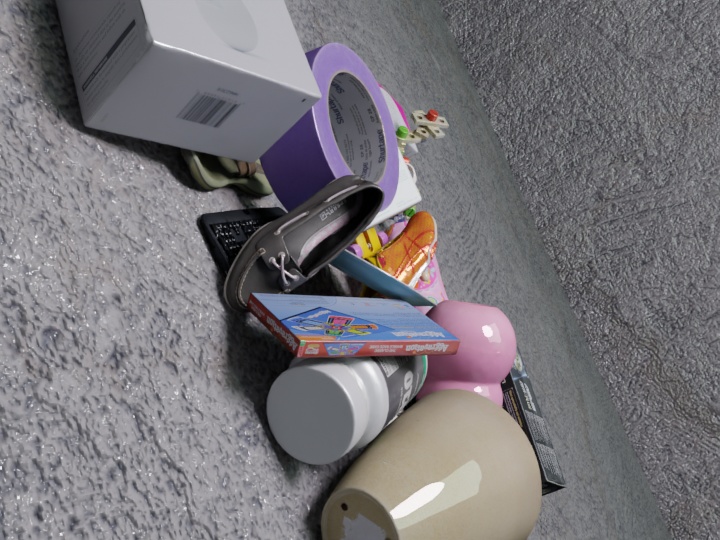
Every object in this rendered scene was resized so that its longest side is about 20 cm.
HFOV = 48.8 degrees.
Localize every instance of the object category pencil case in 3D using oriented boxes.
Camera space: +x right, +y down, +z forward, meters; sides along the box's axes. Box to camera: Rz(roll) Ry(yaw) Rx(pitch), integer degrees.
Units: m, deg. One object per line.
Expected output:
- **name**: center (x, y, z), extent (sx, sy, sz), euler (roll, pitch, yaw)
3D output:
- **pencil case**: center (0.091, 0.016, 1.230), extent (0.087, 0.087, 0.202), euler (34, 36, -52)

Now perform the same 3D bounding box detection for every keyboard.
- **keyboard**: center (-0.098, -0.028, 0.885), extent (0.105, 0.039, 0.200), euler (64, 21, 2)

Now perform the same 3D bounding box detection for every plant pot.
- **plant pot**: center (0.057, 0.234, 0.795), extent (0.199, 0.186, 0.189), euler (-9, 73, -54)

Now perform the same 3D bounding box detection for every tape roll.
- **tape roll**: center (-0.036, -0.157, 0.939), extent (0.199, 0.084, 0.203), euler (33, 50, -51)

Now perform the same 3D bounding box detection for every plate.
- **plate**: center (0.000, 0.000, 0.940), extent (0.199, 0.026, 0.200), euler (30, 0, 0)

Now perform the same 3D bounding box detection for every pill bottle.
- **pill bottle**: center (-0.010, 0.117, 0.819), extent (0.114, 0.112, 0.200), euler (64, 25, 1)

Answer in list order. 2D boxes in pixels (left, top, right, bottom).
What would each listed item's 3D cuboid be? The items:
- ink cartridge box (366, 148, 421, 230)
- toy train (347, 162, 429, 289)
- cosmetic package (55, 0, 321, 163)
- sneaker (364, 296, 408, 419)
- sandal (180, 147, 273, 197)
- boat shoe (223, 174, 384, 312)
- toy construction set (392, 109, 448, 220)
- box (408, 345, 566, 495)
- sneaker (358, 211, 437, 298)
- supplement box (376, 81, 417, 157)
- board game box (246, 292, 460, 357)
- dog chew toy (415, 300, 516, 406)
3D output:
- **ink cartridge box**: center (-0.023, -0.151, 1.074), extent (0.159, 0.047, 0.202), euler (-27, 92, -33)
- **toy train**: center (0.030, -0.060, 1.156), extent (0.149, 0.055, 0.203), euler (8, 75, -40)
- **cosmetic package**: center (-0.171, -0.233, 0.766), extent (0.198, 0.122, 0.202), euler (6, 57, -48)
- **sneaker**: center (0.032, 0.127, 0.952), extent (0.202, 0.087, 0.076), euler (68, 19, 6)
- **sandal**: center (-0.139, -0.131, 0.880), extent (0.081, 0.057, 0.200), euler (67, 21, 9)
- **boat shoe**: center (-0.055, -0.031, 0.805), extent (0.200, 0.057, 0.067), euler (-43, 117, -23)
- **toy construction set**: center (0.062, -0.162, 1.252), extent (0.129, 0.202, 0.092), euler (15, 26, -15)
- **box**: center (0.152, 0.208, 1.039), extent (0.086, 0.162, 0.202), euler (31, 37, -54)
- **sneaker**: center (0.048, -0.014, 1.080), extent (0.077, 0.073, 0.201), euler (40, 55, -16)
- **supplement box**: center (-0.001, -0.246, 1.289), extent (0.199, 0.103, 0.102), euler (28, 39, -56)
- **board game box**: center (-0.004, 0.054, 0.790), extent (0.198, 0.020, 0.103), euler (4, 19, -38)
- **dog chew toy**: center (0.121, 0.140, 0.962), extent (0.124, 0.123, 0.203), euler (5, 92, -66)
